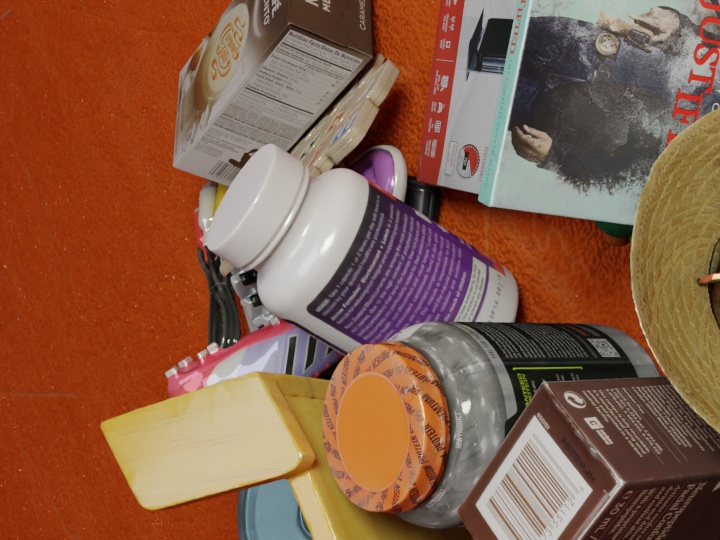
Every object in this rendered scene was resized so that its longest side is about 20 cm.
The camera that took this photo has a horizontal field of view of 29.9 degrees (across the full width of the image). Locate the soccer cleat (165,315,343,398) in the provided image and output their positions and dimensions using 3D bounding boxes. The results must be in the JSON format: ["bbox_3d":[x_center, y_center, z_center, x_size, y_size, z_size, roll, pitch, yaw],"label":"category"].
[{"bbox_3d":[-0.059,0.071,1.046,0.199,0.067,0.077,-26,97,18],"label":"soccer cleat"}]

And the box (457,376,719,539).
[{"bbox_3d":[0.161,0.115,0.723,0.075,0.199,0.100,53,129,36],"label":"box"}]

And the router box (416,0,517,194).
[{"bbox_3d":[0.123,-0.145,0.906,0.179,0.049,0.201,16,101,52],"label":"router box"}]

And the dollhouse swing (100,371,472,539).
[{"bbox_3d":[-0.033,0.169,0.886,0.181,0.200,0.177,-20,73,27],"label":"dollhouse swing"}]

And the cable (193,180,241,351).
[{"bbox_3d":[-0.134,0.002,1.199,0.097,0.050,0.201,-43,34,47],"label":"cable"}]

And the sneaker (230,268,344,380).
[{"bbox_3d":[-0.053,0.074,1.124,0.081,0.075,0.201,118,136,-73],"label":"sneaker"}]

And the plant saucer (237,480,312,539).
[{"bbox_3d":[-0.021,0.183,1.015,0.199,0.036,0.201,-5,80,31],"label":"plant saucer"}]

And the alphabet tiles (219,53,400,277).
[{"bbox_3d":[-0.042,-0.083,1.057,0.200,0.015,0.196,-38,18,44],"label":"alphabet tiles"}]

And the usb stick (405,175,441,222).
[{"bbox_3d":[0.028,0.026,1.039,0.055,0.033,0.201,13,99,45],"label":"usb stick"}]

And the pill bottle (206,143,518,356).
[{"bbox_3d":[0.000,0.000,0.921,0.111,0.200,0.112,-48,23,28],"label":"pill bottle"}]

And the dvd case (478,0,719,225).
[{"bbox_3d":[0.170,-0.093,0.726,0.022,0.199,0.147,-142,61,-67],"label":"dvd case"}]

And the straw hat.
[{"bbox_3d":[0.213,0.021,0.709,0.085,0.200,0.202,122,138,-64],"label":"straw hat"}]

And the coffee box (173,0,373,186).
[{"bbox_3d":[-0.076,-0.171,1.121,0.200,0.079,0.115,-43,39,43],"label":"coffee box"}]

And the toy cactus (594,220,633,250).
[{"bbox_3d":[0.154,-0.078,0.772,0.102,0.165,0.201,23,116,50],"label":"toy cactus"}]

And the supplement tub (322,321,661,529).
[{"bbox_3d":[0.083,0.092,0.825,0.122,0.199,0.123,-5,83,51],"label":"supplement tub"}]

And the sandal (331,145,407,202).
[{"bbox_3d":[-0.020,-0.051,1.054,0.203,0.050,0.083,170,103,-68],"label":"sandal"}]
